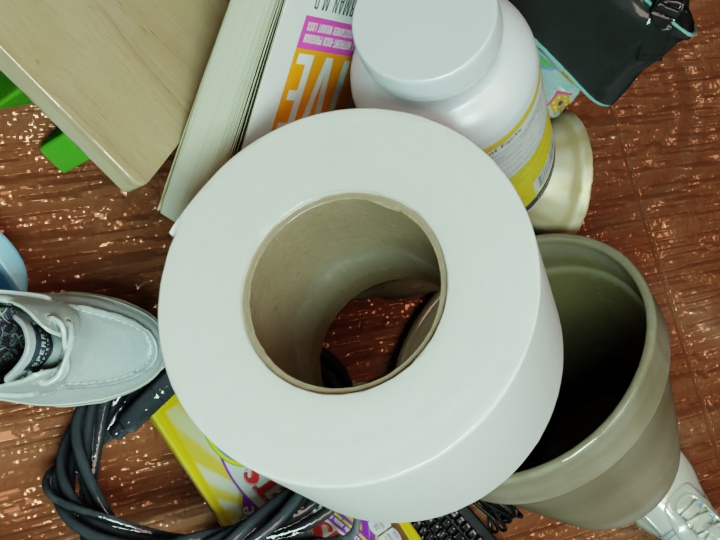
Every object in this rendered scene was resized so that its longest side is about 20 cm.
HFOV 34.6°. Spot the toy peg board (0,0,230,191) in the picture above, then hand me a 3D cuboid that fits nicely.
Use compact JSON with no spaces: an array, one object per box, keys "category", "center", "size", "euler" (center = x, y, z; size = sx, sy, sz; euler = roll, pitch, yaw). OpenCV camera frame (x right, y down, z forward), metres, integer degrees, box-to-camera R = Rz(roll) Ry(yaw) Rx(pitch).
[{"category":"toy peg board","center":[-0.173,-0.177,0.703],"size":[0.200,0.098,0.199],"euler":[47,54,-24]}]

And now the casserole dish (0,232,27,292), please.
[{"category":"casserole dish","center":[-0.285,0.045,0.664],"size":[0.200,0.039,0.121],"euler":[-40,110,-24]}]

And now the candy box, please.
[{"category":"candy box","center":[-0.043,0.145,0.752],"size":[0.102,0.026,0.200],"euler":[-34,77,-12]}]

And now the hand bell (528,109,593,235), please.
[{"category":"hand bell","center":[0.057,-0.073,0.843],"size":[0.199,0.104,0.104],"euler":[2,91,-19]}]

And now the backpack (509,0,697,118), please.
[{"category":"backpack","center":[0.132,-0.222,0.822],"size":[0.176,0.153,0.200],"euler":[33,39,-25]}]

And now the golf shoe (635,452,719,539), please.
[{"category":"golf shoe","center":[0.282,0.212,0.969],"size":[0.078,0.097,0.200],"euler":[-38,108,-22]}]

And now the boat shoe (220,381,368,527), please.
[{"category":"boat shoe","center":[-0.041,0.167,0.798],"size":[0.200,0.074,0.066],"euler":[-57,158,-18]}]

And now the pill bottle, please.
[{"category":"pill bottle","center":[0.057,-0.105,0.708],"size":[0.112,0.112,0.200],"euler":[-65,159,-12]}]

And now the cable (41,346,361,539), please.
[{"category":"cable","center":[-0.099,0.107,0.721],"size":[0.199,0.051,0.164],"euler":[-6,71,-4]}]

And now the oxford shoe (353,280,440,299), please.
[{"category":"oxford shoe","center":[0.000,0.000,0.812],"size":[0.199,0.075,0.071],"euler":[-5,59,-12]}]

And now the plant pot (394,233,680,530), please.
[{"category":"plant pot","center":[0.151,0.101,0.850],"size":[0.174,0.200,0.200],"euler":[46,69,-41]}]

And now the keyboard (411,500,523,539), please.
[{"category":"keyboard","center":[0.063,0.186,0.872],"size":[0.104,0.040,0.200],"euler":[-49,115,-19]}]

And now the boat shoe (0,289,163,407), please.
[{"category":"boat shoe","center":[-0.197,0.046,0.652],"size":[0.200,0.071,0.070],"euler":[5,90,-31]}]

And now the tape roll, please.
[{"category":"tape roll","center":[0.007,0.030,0.639],"size":[0.203,0.202,0.139],"euler":[-66,158,-12]}]

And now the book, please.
[{"category":"book","center":[-0.034,-0.119,0.701],"size":[0.134,0.048,0.200],"euler":[-7,121,-57]}]
